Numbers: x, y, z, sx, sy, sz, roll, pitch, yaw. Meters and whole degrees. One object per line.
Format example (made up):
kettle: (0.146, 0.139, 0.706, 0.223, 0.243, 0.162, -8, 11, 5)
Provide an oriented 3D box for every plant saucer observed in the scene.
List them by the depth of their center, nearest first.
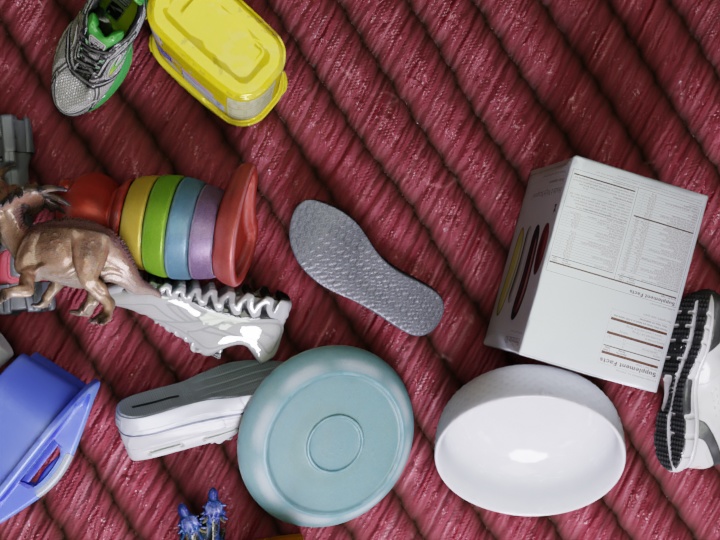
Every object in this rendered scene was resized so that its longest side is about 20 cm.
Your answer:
plant saucer: (-0.030, 0.178, 1.383, 0.199, 0.027, 0.201, -5, 104, -22)

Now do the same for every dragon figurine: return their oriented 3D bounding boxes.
dragon figurine: (-0.155, 0.322, 1.366, 0.058, 0.099, 0.201, -8, 91, -6)

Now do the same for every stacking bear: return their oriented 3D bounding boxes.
stacking bear: (-0.214, -0.052, 1.358, 0.199, 0.122, 0.114, 9, 45, 5)

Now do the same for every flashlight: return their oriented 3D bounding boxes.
flashlight: (-0.357, -0.055, 1.368, 0.067, 0.068, 0.201, -8, 86, 28)

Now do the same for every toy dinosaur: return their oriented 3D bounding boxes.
toy dinosaur: (-0.287, -0.024, 1.296, 0.199, 0.086, 0.136, 12, 90, -7)

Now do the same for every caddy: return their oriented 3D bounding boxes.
caddy: (-0.342, 0.176, 1.327, 0.105, 0.141, 0.200, 38, 87, -2)

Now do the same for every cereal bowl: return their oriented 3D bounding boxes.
cereal bowl: (0.177, 0.166, 1.380, 0.199, 0.201, 0.084, 14, 45, -6)

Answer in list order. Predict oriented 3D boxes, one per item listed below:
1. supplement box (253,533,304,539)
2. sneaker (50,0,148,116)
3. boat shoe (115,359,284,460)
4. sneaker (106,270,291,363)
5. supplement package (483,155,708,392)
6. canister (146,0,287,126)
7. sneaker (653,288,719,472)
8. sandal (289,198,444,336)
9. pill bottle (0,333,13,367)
supplement box: (-0.078, 0.385, 1.361, 0.073, 0.126, 0.201, -8, 90, -7)
sneaker: (-0.267, -0.236, 1.337, 0.078, 0.085, 0.200, 31, 122, -6)
boat shoe: (-0.156, 0.148, 1.391, 0.199, 0.074, 0.067, -10, 121, -10)
sneaker: (-0.175, 0.048, 1.383, 0.199, 0.075, 0.082, 10, 100, -4)
supplement package: (0.235, 0.004, 1.364, 0.146, 0.191, 0.201, 16, 87, -5)
canister: (-0.142, -0.219, 1.320, 0.148, 0.200, 0.087, 41, 86, -5)
sneaker: (0.375, 0.121, 1.448, 0.080, 0.074, 0.201, 6, 94, -20)
sandal: (0.000, 0.001, 1.419, 0.200, 0.043, 0.076, 40, 93, -14)
pill bottle: (-0.451, 0.122, 1.328, 0.200, 0.113, 0.113, -42, 94, -5)
